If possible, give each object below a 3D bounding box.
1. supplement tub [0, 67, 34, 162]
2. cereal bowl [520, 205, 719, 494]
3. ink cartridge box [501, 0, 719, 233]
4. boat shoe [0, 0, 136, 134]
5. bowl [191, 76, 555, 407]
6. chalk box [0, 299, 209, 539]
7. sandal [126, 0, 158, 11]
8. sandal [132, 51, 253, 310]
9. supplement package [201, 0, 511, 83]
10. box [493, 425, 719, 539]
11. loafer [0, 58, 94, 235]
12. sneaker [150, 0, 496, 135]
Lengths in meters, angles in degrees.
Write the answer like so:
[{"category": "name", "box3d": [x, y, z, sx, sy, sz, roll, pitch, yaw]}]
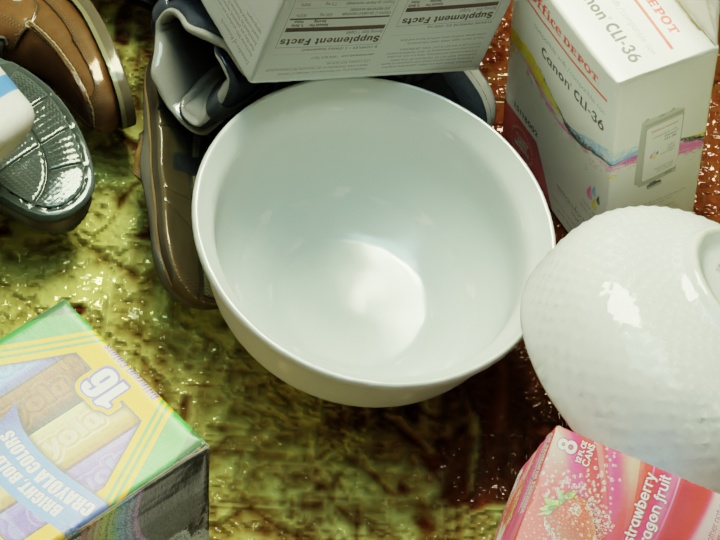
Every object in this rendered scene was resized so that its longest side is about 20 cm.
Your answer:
[{"category": "supplement tub", "box3d": [-0.283, -0.115, 1.549, 0.200, 0.132, 0.132, 49, 60, -3]}, {"category": "cereal bowl", "box3d": [0.185, 0.040, 1.497, 0.200, 0.083, 0.201, 27, 36, -21]}, {"category": "ink cartridge box", "box3d": [0.137, -0.111, 1.604, 0.067, 0.200, 0.117, -21, 54, -18]}, {"category": "boat shoe", "box3d": [-0.195, -0.138, 1.709, 0.068, 0.072, 0.200, -21, 43, -17]}, {"category": "bowl", "box3d": [0.000, 0.000, 1.571, 0.200, 0.091, 0.202, 7, 55, -9]}, {"category": "chalk box", "box3d": [-0.188, 0.135, 1.445, 0.200, 0.125, 0.124, -31, 58, -25]}, {"category": "sandal", "box3d": [-0.091, -0.176, 1.729, 0.199, 0.045, 0.075, 19, 71, 0]}, {"category": "sandal", "box3d": [-0.096, -0.054, 1.647, 0.081, 0.055, 0.201, 20, 49, -28]}, {"category": "supplement package", "box3d": [-0.020, -0.212, 1.596, 0.155, 0.111, 0.200, -6, 49, -33]}, {"category": "box", "box3d": [0.096, 0.190, 1.380, 0.099, 0.096, 0.201, 23, 70, 0]}, {"category": "loafer", "box3d": [-0.220, -0.086, 1.670, 0.072, 0.063, 0.200, -35, 63, -22]}, {"category": "sneaker", "box3d": [-0.027, -0.107, 1.638, 0.202, 0.077, 0.146, 35, 40, -3]}]
